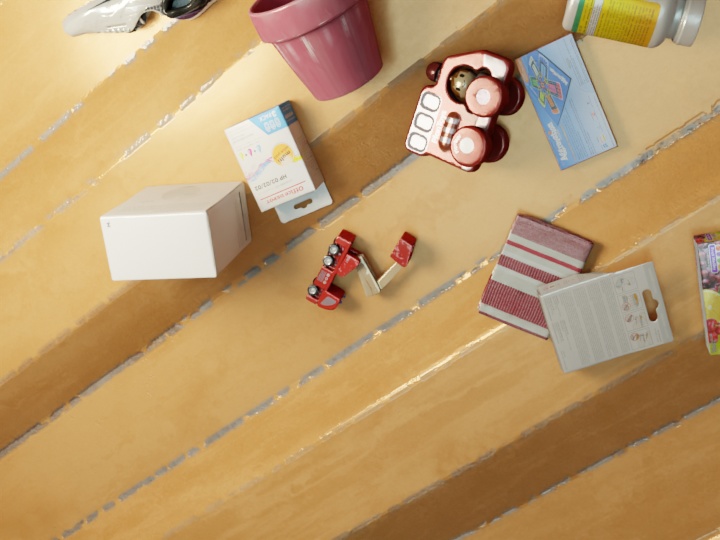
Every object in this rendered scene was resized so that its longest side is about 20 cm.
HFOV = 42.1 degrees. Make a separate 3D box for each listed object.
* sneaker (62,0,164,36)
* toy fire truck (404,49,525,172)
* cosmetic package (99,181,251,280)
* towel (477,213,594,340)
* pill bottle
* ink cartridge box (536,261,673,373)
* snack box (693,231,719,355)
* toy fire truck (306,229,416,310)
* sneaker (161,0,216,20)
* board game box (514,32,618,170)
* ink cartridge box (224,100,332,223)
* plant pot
[{"bbox_3d":[-0.431,-0.446,1.638,0.198,0.077,0.081,-20,113,19],"label":"sneaker"},{"bbox_3d":[0.168,-0.268,1.550,0.167,0.112,0.202,26,112,23],"label":"toy fire truck"},{"bbox_3d":[-0.322,-0.072,1.667,0.197,0.200,0.124,-2,108,14],"label":"cosmetic package"},{"bbox_3d":[0.306,0.012,1.652,0.143,0.023,0.202,22,113,3],"label":"towel"},{"bbox_3d":[0.419,-0.407,1.436,0.198,0.113,0.114,14,111,8],"label":"pill bottle"},{"bbox_3d":[0.424,0.077,1.630,0.198,0.057,0.164,-20,110,6],"label":"ink cartridge box"},{"bbox_3d":[0.643,0.032,1.565,0.140,0.053,0.202,-9,106,14],"label":"snack box"},{"bbox_3d":[0.000,0.000,1.700,0.140,0.049,0.201,29,112,1],"label":"toy fire truck"},{"bbox_3d":[-0.252,-0.490,1.571,0.199,0.088,0.076,-39,97,21],"label":"sneaker"},{"bbox_3d":[0.340,-0.277,1.547,0.102,0.019,0.202,-22,102,17],"label":"board game box"},{"bbox_3d":[-0.143,-0.183,1.660,0.114,0.068,0.202,-20,103,18],"label":"ink cartridge box"},{"bbox_3d":[-0.057,-0.385,1.519,0.198,0.201,0.180,-19,119,18],"label":"plant pot"}]
